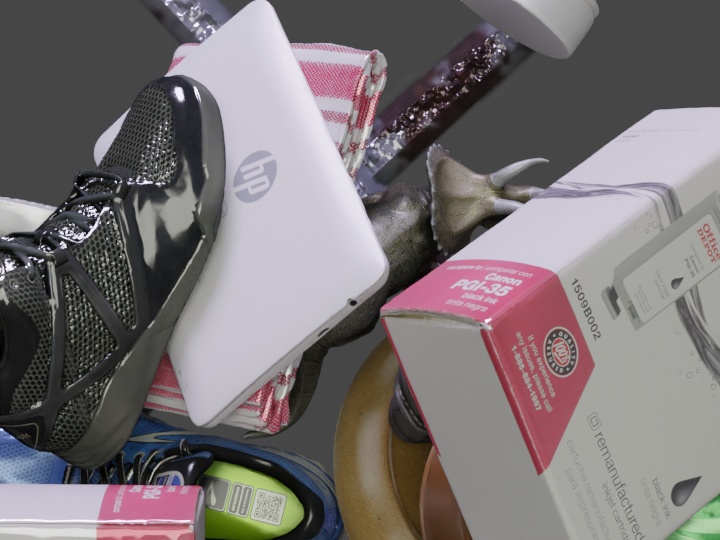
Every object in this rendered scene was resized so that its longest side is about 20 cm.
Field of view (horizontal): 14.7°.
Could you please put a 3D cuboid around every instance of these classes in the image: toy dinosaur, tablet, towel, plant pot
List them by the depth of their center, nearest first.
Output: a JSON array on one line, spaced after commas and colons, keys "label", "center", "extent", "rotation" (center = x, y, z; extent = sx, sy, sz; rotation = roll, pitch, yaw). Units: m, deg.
[{"label": "tablet", "center": [-0.064, -0.032, 1.397], "extent": [0.130, 0.014, 0.201], "rotation": [-40, 50, 19]}, {"label": "towel", "center": [-0.067, -0.022, 1.424], "extent": [0.146, 0.030, 0.201], "rotation": [8, 75, 41]}, {"label": "toy dinosaur", "center": [0.000, 0.000, 1.425], "extent": [0.200, 0.102, 0.077], "rotation": [-39, 86, -12]}, {"label": "plant pot", "center": [0.085, 0.100, 1.425], "extent": [0.199, 0.028, 0.201], "rotation": [5, 67, -11]}]

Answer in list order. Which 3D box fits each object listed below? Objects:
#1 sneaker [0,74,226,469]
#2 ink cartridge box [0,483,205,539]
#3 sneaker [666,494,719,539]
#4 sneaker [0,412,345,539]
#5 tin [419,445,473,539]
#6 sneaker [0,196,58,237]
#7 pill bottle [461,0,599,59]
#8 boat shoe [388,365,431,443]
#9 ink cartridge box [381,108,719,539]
[{"label": "sneaker", "center": [-0.139, -0.013, 1.364], "extent": [0.114, 0.076, 0.200], "rotation": [26, 84, -38]}, {"label": "ink cartridge box", "center": [-0.172, 0.174, 1.284], "extent": [0.199, 0.083, 0.147], "rotation": [1, 99, 0]}, {"label": "sneaker", "center": [0.160, 0.146, 1.359], "extent": [0.200, 0.074, 0.084], "rotation": [-39, 70, -10]}, {"label": "sneaker", "center": [-0.105, 0.106, 1.419], "extent": [0.199, 0.089, 0.079], "rotation": [7, 83, 2]}, {"label": "tin", "center": [0.107, 0.080, 1.372], "extent": [0.112, 0.042, 0.200], "rotation": [49, 66, -23]}, {"label": "sneaker", "center": [-0.223, -0.001, 1.444], "extent": [0.199, 0.074, 0.082], "rotation": [5, 91, 8]}, {"label": "pill bottle", "center": [0.129, -0.214, 1.453], "extent": [0.111, 0.111, 0.200], "rotation": [34, 84, 3]}, {"label": "boat shoe", "center": [0.087, 0.020, 1.421], "extent": [0.200, 0.057, 0.067], "rotation": [-37, 86, -29]}, {"label": "ink cartridge box", "center": [0.125, 0.032, 1.298], "extent": [0.200, 0.083, 0.147], "rotation": [-35, 112, -30]}]
